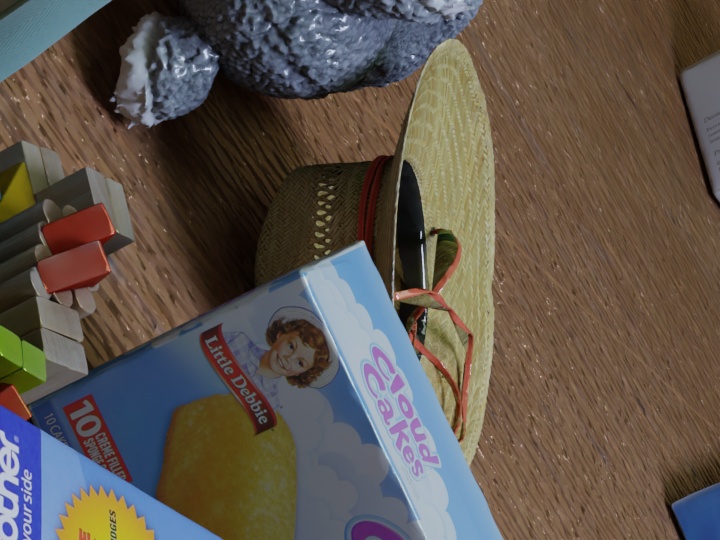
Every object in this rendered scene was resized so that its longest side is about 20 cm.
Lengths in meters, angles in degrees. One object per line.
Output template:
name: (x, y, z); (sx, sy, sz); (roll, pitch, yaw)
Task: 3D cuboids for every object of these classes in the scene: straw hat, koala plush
straw hat: (0.000, 0.000, 0.882); (0.201, 0.085, 0.202); (2, 90, -73)
koala plush: (-0.023, -0.136, 0.877); (0.200, 0.176, 0.185); (-81, 150, -62)

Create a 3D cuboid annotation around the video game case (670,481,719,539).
video game case: (0.288, 0.234, 1.365); (0.181, 0.045, 0.201); (0, 67, -66)

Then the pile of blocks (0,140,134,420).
pile of blocks: (-0.116, 0.004, 0.636); (0.082, 0.062, 0.200); (53, 23, -28)

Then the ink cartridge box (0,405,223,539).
ink cartridge box: (-0.088, 0.125, 0.533); (0.200, 0.076, 0.137); (38, 39, -47)

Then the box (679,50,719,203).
box: (0.445, -0.122, 1.926); (0.199, 0.199, 0.172); (44, 27, -41)

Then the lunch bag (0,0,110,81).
lunch bag: (-0.128, -0.136, 0.607); (0.122, 0.170, 0.201); (26, 39, -56)

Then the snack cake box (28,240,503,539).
snack cake box: (-0.013, 0.107, 0.691); (0.201, 0.115, 0.067); (64, 21, 0)
